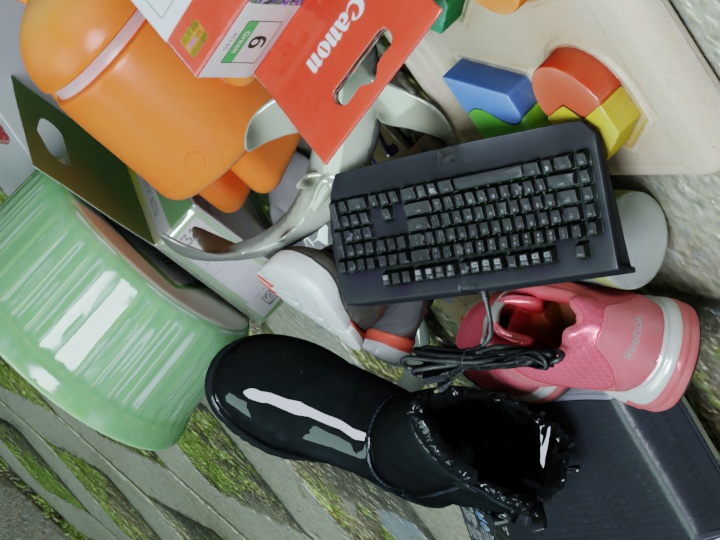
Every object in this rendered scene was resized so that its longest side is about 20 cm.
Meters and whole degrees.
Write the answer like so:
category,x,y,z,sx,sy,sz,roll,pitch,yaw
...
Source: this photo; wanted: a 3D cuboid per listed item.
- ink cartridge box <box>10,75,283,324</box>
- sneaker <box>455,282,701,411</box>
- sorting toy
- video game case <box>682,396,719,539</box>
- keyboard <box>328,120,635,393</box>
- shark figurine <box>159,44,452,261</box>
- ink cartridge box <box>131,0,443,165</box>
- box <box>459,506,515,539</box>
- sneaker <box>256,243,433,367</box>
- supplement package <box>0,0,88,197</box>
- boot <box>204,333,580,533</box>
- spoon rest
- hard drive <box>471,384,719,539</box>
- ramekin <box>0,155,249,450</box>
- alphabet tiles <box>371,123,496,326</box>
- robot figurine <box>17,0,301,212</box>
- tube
category,x,y,z,sx,sy,sz,roll,pitch,yaw
ink cartridge box,-0.140,-0.061,1.118,0.200,0.048,0.146,39,-168,-32
sneaker,0.097,0.029,0.907,0.086,0.074,0.200,20,169,-26
sorting toy,0.071,-0.116,0.802,0.186,0.036,0.199,53,157,-18
video game case,0.172,0.151,1.047,0.183,0.024,0.200,59,150,-4
keyboard,0.057,0.000,0.843,0.199,0.020,0.128,-9,98,50
shark figurine,-0.022,-0.074,0.948,0.127,0.090,0.216,24,123,-3
ink cartridge box,-0.060,-0.158,0.821,0.200,0.050,0.109,51,120,21
box,0.158,0.216,1.229,0.192,0.048,0.201,25,150,36
sneaker,0.000,0.000,1.006,0.077,0.082,0.200,34,180,17
supplement package,-0.245,-0.158,1.192,0.121,0.120,0.201,13,142,53
boot,0.017,0.090,0.965,0.197,0.074,0.162,27,166,-15
spoon rest,-0.005,0.004,1.146,0.201,0.060,0.099,65,162,-13
hard drive,0.135,0.118,1.001,0.136,0.042,0.200,59,151,-4
ramekin,-0.168,0.016,1.105,0.200,0.098,0.200,41,-170,-9
alphabet tiles,0.062,-0.014,1.045,0.200,0.006,0.166,46,158,-1
robot figurine,-0.125,-0.125,1.018,0.200,0.117,0.144,41,179,-22
tube,0.083,-0.027,0.918,0.199,0.052,0.059,10,120,55
